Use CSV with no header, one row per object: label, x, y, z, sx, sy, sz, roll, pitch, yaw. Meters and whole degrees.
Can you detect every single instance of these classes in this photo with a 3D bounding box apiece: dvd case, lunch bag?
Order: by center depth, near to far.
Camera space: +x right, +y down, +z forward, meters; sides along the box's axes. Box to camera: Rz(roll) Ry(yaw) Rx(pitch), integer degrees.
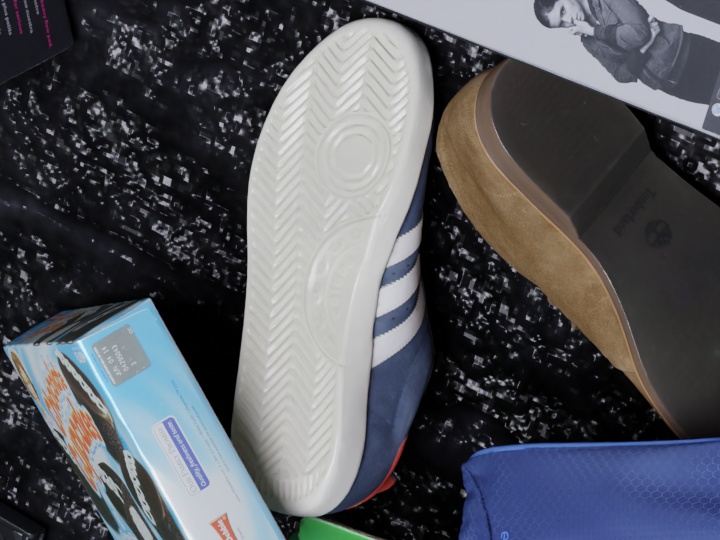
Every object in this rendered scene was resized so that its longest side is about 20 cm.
dvd case,0.076,-0.149,0.896,0.199,0.025,0.151,24,105,28
lunch bag,0.132,0.144,0.927,0.199,0.136,0.133,-6,66,35

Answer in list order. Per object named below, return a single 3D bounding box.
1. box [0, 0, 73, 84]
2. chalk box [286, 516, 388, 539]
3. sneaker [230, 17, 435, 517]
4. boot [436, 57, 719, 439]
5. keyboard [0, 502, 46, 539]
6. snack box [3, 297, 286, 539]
box,-0.219,-0.167,1.026,0.131,0.115,0.201,-3,107,30
chalk box,-0.002,0.193,1.057,0.124,0.124,0.201,17,116,21
sneaker,0.000,0.000,1.014,0.075,0.084,0.202,13,92,31
boot,0.104,0.003,0.971,0.200,0.074,0.075,53,155,-8
keyboard,-0.237,0.086,1.195,0.199,0.021,0.128,27,126,14
snack box,-0.093,0.072,1.033,0.117,0.037,0.200,61,165,-6
